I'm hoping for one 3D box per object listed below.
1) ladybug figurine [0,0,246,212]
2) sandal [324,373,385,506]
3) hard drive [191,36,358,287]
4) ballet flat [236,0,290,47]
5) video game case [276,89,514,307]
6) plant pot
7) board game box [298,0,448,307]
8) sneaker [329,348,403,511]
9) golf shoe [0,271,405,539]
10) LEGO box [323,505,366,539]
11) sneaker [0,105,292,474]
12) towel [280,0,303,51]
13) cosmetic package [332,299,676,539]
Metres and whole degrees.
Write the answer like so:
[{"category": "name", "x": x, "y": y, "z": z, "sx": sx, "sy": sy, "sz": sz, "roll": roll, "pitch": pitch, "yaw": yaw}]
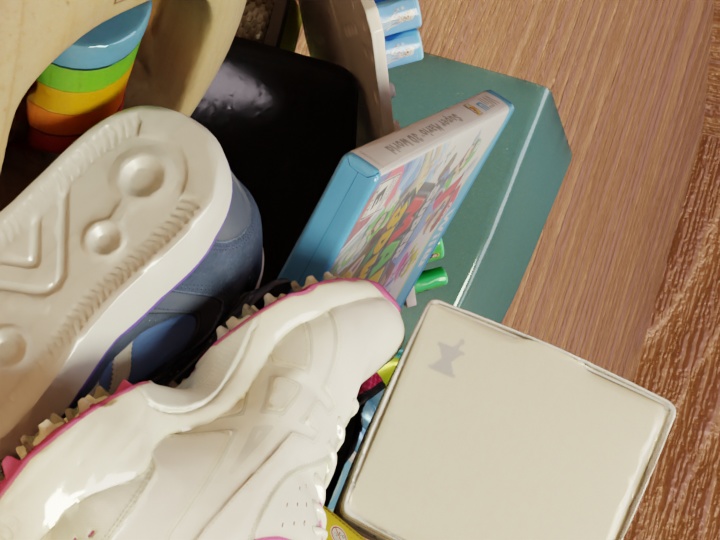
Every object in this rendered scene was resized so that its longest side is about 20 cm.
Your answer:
[{"category": "ladybug figurine", "x": -0.104, "y": -0.083, "z": 0.663, "sx": 0.135, "sy": 0.072, "sz": 0.200, "roll": -28, "pitch": 162, "yaw": -33}, {"category": "sandal", "x": -0.014, "y": 0.074, "z": 0.946, "sx": 0.200, "sy": 0.045, "sz": 0.076, "roll": -107, "pitch": -144, "yaw": -72}, {"category": "hard drive", "x": -0.067, "y": -0.005, "z": 0.884, "sx": 0.134, "sy": 0.042, "sz": 0.202, "roll": 11, "pitch": 92, "yaw": -38}, {"category": "ballet flat", "x": -0.080, "y": -0.047, "z": 0.947, "sx": 0.067, "sy": 0.046, "sz": 0.202, "roll": -123, "pitch": -131, "yaw": -87}, {"category": "video game case", "x": 0.000, "y": 0.000, "z": 0.821, "sx": 0.144, "sy": 0.018, "sz": 0.200, "roll": -61, "pitch": 170, "yaw": 20}, {"category": "plant pot", "x": 0.027, "y": -0.014, "z": 1.188, "sx": 0.141, "sy": 0.140, "sz": 0.202, "roll": 48, "pitch": 59, "yaw": -72}, {"category": "board game box", "x": -0.002, "y": -0.117, "z": 0.957, "sx": 0.201, "sy": 0.026, "sz": 0.201, "roll": 81, "pitch": -9, "yaw": -51}, {"category": "sneaker", "x": -0.011, "y": 0.107, "z": 1.110, "sx": 0.130, "sy": 0.080, "sz": 0.200, "roll": -35, "pitch": 168, "yaw": -10}, {"category": "golf shoe", "x": -0.040, "y": 0.068, "z": 0.650, "sx": 0.199, "sy": 0.092, "sz": 0.075, "roll": -31, "pitch": 166, "yaw": -46}, {"category": "LEGO box", "x": -0.030, "y": 0.168, "z": 0.708, "sx": 0.077, "sy": 0.200, "sz": 0.149, "roll": -37, "pitch": -159, "yaw": 32}, {"category": "sneaker", "x": -0.114, "y": 0.038, "z": 0.694, "sx": 0.200, "sy": 0.081, "sz": 0.147, "roll": -41, "pitch": 162, "yaw": -12}, {"category": "towel", "x": -0.065, "y": -0.053, "z": 1.045, "sx": 0.086, "sy": 0.018, "sz": 0.202, "roll": 55, "pitch": 47, "yaw": -78}, {"category": "cosmetic package", "x": 0.049, "y": 0.080, "z": 0.794, "sx": 0.200, "sy": 0.103, "sz": 0.088, "roll": 95, "pitch": 20, "yaw": -81}]
